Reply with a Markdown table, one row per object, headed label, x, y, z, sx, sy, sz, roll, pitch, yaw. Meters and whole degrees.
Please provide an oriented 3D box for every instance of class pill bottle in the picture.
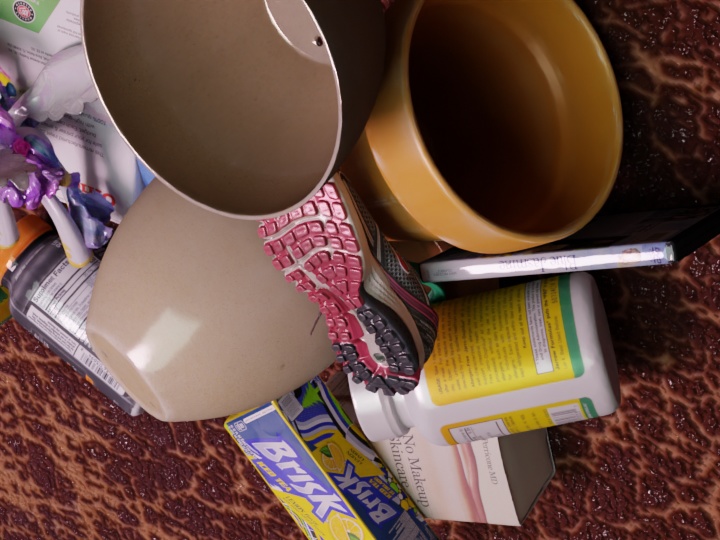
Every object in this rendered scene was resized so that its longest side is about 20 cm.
| label | x | y | z | sx | sy | sz | roll | pitch | yaw |
| --- | --- | --- | --- | --- | --- | --- | --- | --- | --- |
| pill bottle | -0.253 | 0.035 | 1.398 | 0.200 | 0.106 | 0.106 | 39 | 130 | 5 |
| pill bottle | 0.096 | 0.075 | 1.175 | 0.198 | 0.113 | 0.114 | -13 | 112 | 14 |

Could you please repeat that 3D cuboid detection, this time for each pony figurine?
| label | x | y | z | sx | sy | sz | roll | pitch | yaw |
| --- | --- | --- | --- | --- | --- | --- | --- | --- | --- |
| pony figurine | -0.275 | -0.097 | 1.207 | 0.192 | 0.167 | 0.201 | 13 | 142 | 37 |

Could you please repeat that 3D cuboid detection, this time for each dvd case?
| label | x | y | z | sx | sy | sz | roll | pitch | yaw |
| --- | --- | --- | --- | --- | --- | --- | --- | --- | --- |
| dvd case | 0.160 | -0.020 | 1.096 | 0.199 | 0.142 | 0.018 | -5 | 100 | 33 |

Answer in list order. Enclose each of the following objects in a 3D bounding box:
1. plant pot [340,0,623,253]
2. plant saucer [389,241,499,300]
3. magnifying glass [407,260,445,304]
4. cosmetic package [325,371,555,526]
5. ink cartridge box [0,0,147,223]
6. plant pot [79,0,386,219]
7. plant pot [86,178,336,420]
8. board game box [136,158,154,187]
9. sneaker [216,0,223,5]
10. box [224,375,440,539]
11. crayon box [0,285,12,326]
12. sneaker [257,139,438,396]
| label | x | y | z | sx | sy | sz | roll | pitch | yaw |
| --- | --- | --- | --- | --- | --- | --- | --- | --- | --- |
| plant pot | 0.057 | -0.102 | 1.091 | 0.183 | 0.200 | 0.201 | -18 | 109 | 54 |
| plant saucer | 0.019 | 0.002 | 1.262 | 0.199 | 0.037 | 0.202 | 15 | 125 | 22 |
| magnifying glass | 0.000 | 0.000 | 1.152 | 0.079 | 0.023 | 0.200 | -23 | 150 | 22 |
| cosmetic package | 0.055 | 0.152 | 1.297 | 0.199 | 0.087 | 0.104 | -2 | 116 | 32 |
| ink cartridge box | -0.230 | -0.160 | 1.280 | 0.144 | 0.084 | 0.201 | 21 | 127 | 19 |
| plant pot | -0.061 | -0.152 | 0.960 | 0.199 | 0.134 | 0.202 | 19 | 128 | 25 |
| plant pot | -0.131 | 0.037 | 1.154 | 0.200 | 0.134 | 0.201 | 41 | 159 | 19 |
| board game box | -0.103 | -0.037 | 1.228 | 0.199 | 0.043 | 0.201 | 38 | 156 | 27 |
| sneaker | -0.105 | -0.203 | 1.053 | 0.077 | 0.199 | 0.089 | 56 | 160 | 4 |
| box | -0.023 | 0.180 | 1.263 | 0.070 | 0.064 | 0.201 | -28 | 102 | 40 |
| crayon box | -0.415 | 0.002 | 1.412 | 0.173 | 0.200 | 0.058 | 49 | 130 | -5 |
| sneaker | -0.008 | -0.007 | 1.062 | 0.080 | 0.075 | 0.201 | -5 | 125 | 33 |
